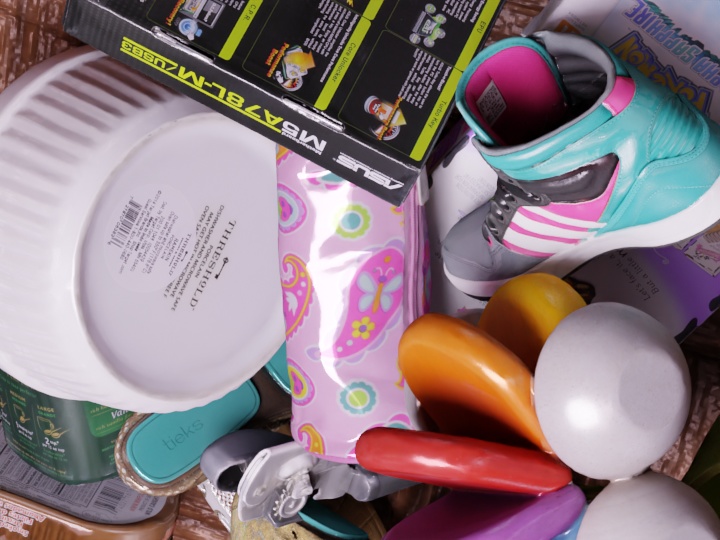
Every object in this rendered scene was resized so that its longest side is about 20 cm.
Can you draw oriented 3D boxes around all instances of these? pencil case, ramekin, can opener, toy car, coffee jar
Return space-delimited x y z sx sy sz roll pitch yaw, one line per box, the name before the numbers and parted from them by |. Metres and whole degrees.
pencil case | 0.000 0.000 1.131 0.087 0.087 0.201 3 109 13
ramekin | -0.115 -0.016 1.156 0.105 0.200 0.201 21 131 49
can opener | -0.001 0.095 1.226 0.067 0.200 0.053 42 128 33
toy car | 0.072 0.108 1.037 0.175 0.150 0.201 -7 97 59
coffee jar | -0.177 0.020 1.260 0.104 0.085 0.200 25 131 45

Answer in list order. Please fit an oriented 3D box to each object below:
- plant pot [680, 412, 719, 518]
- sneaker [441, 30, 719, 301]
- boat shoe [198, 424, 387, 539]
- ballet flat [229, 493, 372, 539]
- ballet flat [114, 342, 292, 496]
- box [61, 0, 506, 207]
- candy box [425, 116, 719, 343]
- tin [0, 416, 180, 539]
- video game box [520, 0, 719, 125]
plant pot | 0.263 0.121 1.148 0.200 0.193 0.201 6 120 11
sneaker | 0.082 -0.053 1.049 0.121 0.084 0.200 41 143 -23
boat shoe | -0.051 0.146 1.320 0.200 0.071 0.069 53 145 -2
ballet flat | -0.004 0.176 1.201 0.200 0.071 0.071 20 128 43
ballet flat | -0.060 0.065 1.253 0.200 0.065 0.071 -29 86 -16
box | -0.021 -0.159 1.072 0.193 0.200 0.048 28 152 -4
candy box | 0.122 -0.030 1.173 0.168 0.072 0.200 39 120 -8
tin | -0.208 0.128 1.323 0.200 0.112 0.042 19 111 3
video game box | 0.214 -0.128 1.070 0.200 0.047 0.182 37 96 -7
